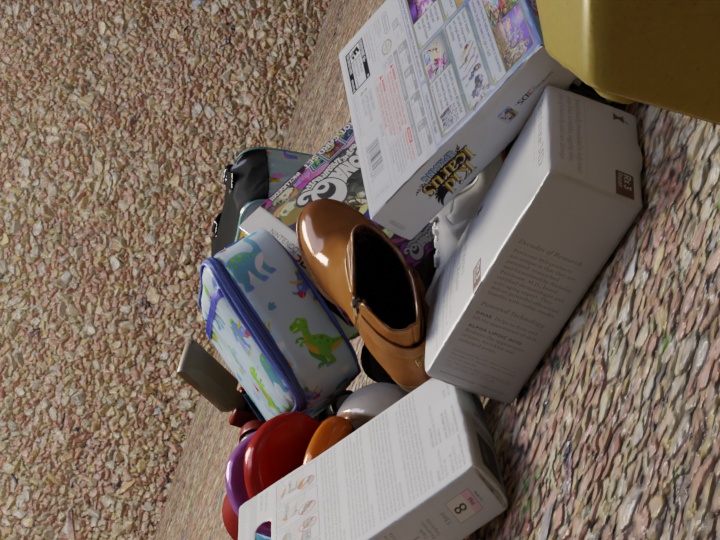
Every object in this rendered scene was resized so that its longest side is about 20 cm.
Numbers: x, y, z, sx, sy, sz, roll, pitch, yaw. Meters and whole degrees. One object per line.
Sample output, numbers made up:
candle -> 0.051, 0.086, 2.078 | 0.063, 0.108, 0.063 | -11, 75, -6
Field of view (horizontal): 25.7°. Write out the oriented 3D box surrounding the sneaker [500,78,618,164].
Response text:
sneaker -> 0.157, -0.141, 1.101 | 0.082, 0.076, 0.202 | -146, 74, -72

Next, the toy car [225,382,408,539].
toy car -> -0.036, 0.180, 1.294 | 0.200, 0.149, 0.177 | 131, 156, -65

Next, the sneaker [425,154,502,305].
sneaker -> 0.088, -0.039, 1.235 | 0.075, 0.086, 0.201 | -83, 15, -48

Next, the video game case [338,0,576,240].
video game case -> 0.066, -0.152, 1.151 | 0.181, 0.045, 0.201 | -46, 35, 29

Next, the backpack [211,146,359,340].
backpack -> -0.035, -0.021, 1.552 | 0.154, 0.198, 0.177 | -108, 26, -42

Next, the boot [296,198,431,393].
boot -> 0.000, 0.000, 1.216 | 0.201, 0.076, 0.155 | 63, 179, 24

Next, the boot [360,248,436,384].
boot -> 0.058, 0.017, 1.387 | 0.132, 0.069, 0.202 | -160, 80, -78

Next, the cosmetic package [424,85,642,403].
cosmetic package -> 0.115, -0.015, 1.077 | 0.102, 0.073, 0.201 | -83, 15, -50

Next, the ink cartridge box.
ink cartridge box -> 0.005, 0.167, 1.121 | 0.199, 0.057, 0.163 | -39, 18, 11

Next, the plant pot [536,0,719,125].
plant pot -> 0.177, -0.171, 0.731 | 0.196, 0.192, 0.202 | -107, 32, -74

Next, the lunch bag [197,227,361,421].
lunch bag -> -0.078, 0.054, 1.381 | 0.082, 0.162, 0.200 | -31, -7, -14

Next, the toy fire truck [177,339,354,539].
toy fire truck -> -0.095, 0.167, 1.496 | 0.177, 0.198, 0.129 | -79, 12, -45

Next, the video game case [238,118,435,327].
video game case -> 0.011, -0.063, 1.385 | 0.200, 0.036, 0.181 | -44, 40, -8
